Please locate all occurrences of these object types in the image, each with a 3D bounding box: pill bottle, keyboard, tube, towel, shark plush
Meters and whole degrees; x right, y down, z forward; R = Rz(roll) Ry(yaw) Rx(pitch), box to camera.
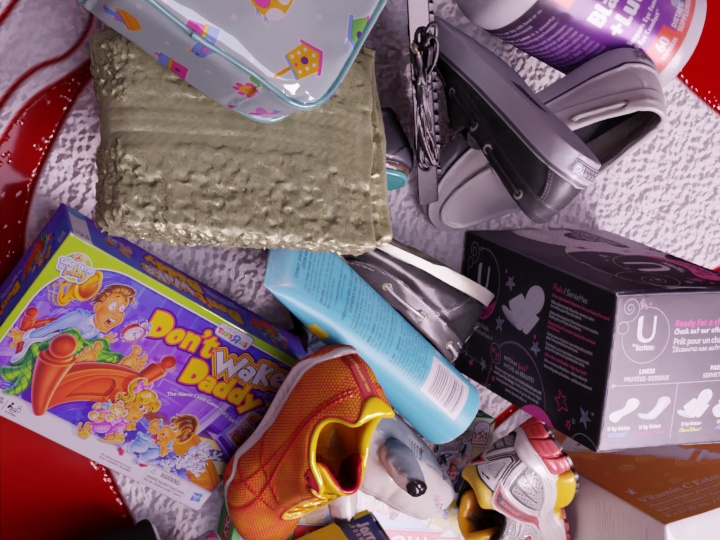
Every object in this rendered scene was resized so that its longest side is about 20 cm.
[{"bbox_3d":[0.136,-0.205,1.195,0.200,0.111,0.112,23,92,-29],"label":"pill bottle"},{"bbox_3d":[0.042,-0.131,1.135,0.021,0.127,0.200,-4,128,2],"label":"keyboard"},{"bbox_3d":[0.004,0.042,1.159,0.050,0.078,0.200,-30,123,24],"label":"tube"},{"bbox_3d":[-0.075,-0.081,1.091,0.199,0.036,0.149,2,74,-23],"label":"towel"},{"bbox_3d":[-0.008,0.096,1.219,0.200,0.091,0.083,52,42,8],"label":"shark plush"}]

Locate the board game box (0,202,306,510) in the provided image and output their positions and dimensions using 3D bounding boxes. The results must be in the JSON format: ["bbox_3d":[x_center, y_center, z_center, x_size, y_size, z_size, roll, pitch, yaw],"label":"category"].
[{"bbox_3d":[-0.152,0.061,1.137,0.200,0.045,0.135,31,105,-29],"label":"board game box"}]

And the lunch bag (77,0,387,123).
[{"bbox_3d":[-0.076,-0.196,1.046,0.200,0.077,0.161,33,70,-18],"label":"lunch bag"}]

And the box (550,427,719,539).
[{"bbox_3d":[0.224,0.184,1.289,0.124,0.200,0.098,-14,109,-24],"label":"box"}]

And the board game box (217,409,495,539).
[{"bbox_3d":[-0.003,0.162,1.269,0.199,0.029,0.135,7,99,-28],"label":"board game box"}]

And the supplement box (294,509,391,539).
[{"bbox_3d":[-0.002,0.296,1.237,0.109,0.109,0.200,-21,120,-15],"label":"supplement box"}]

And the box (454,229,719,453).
[{"bbox_3d":[0.175,0.042,1.228,0.132,0.200,0.115,-2,105,-26],"label":"box"}]

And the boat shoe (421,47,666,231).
[{"bbox_3d":[0.128,-0.076,1.200,0.200,0.066,0.072,-29,133,20],"label":"boat shoe"}]

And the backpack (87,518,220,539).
[{"bbox_3d":[-0.128,0.285,1.154,0.150,0.178,0.201,-12,112,-17],"label":"backpack"}]

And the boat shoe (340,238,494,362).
[{"bbox_3d":[0.000,0.000,1.198,0.200,0.072,0.068,29,94,-22],"label":"boat shoe"}]

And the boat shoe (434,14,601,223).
[{"bbox_3d":[0.087,-0.107,1.157,0.069,0.200,0.057,24,111,-42],"label":"boat shoe"}]

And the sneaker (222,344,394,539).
[{"bbox_3d":[-0.039,0.135,1.143,0.073,0.077,0.200,-11,146,-31],"label":"sneaker"}]

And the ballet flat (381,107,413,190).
[{"bbox_3d":[-0.059,-0.094,1.159,0.199,0.073,0.073,2,102,-21],"label":"ballet flat"}]

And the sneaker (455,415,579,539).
[{"bbox_3d":[0.106,0.177,1.269,0.082,0.078,0.200,-24,147,-12],"label":"sneaker"}]
